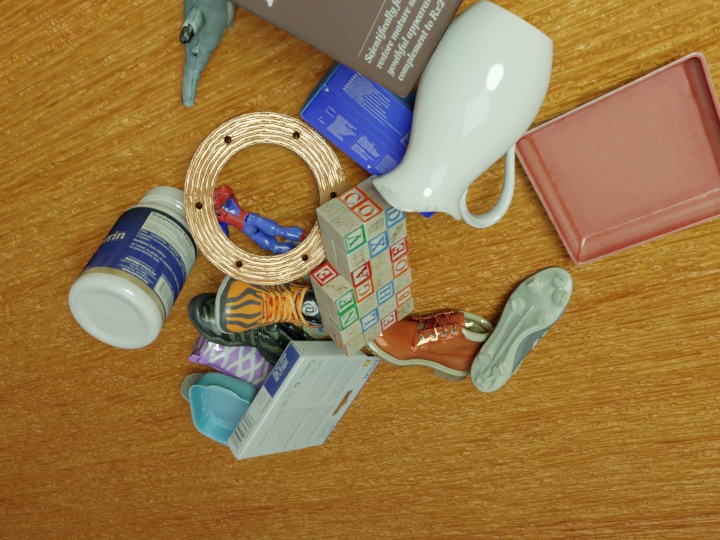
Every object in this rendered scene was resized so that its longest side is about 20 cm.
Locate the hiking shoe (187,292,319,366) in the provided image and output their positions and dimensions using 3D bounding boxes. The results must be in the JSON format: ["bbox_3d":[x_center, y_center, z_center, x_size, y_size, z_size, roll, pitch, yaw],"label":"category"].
[{"bbox_3d":[-0.158,0.076,0.946,0.197,0.077,0.100,26,140,-25],"label":"hiking shoe"}]

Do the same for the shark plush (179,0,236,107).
[{"bbox_3d":[-0.170,-0.262,0.639,0.090,0.084,0.200,29,131,-15],"label":"shark plush"}]

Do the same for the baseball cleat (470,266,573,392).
[{"bbox_3d":[0.221,0.077,0.875,0.070,0.106,0.202,42,107,17],"label":"baseball cleat"}]

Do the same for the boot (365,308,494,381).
[{"bbox_3d":[0.095,0.086,0.897,0.195,0.076,0.108,16,132,-24],"label":"boot"}]

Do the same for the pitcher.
[{"bbox_3d":[0.122,-0.145,0.643,0.168,0.122,0.203,14,115,-35],"label":"pitcher"}]

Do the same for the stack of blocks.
[{"bbox_3d":[0.000,0.000,0.771,0.059,0.114,0.203,43,156,36],"label":"stack of blocks"}]

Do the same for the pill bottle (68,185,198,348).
[{"bbox_3d":[-0.275,-0.011,0.810,0.112,0.203,0.118,6,132,6],"label":"pill bottle"}]

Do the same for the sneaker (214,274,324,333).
[{"bbox_3d":[-0.105,0.040,0.821,0.109,0.200,0.080,6,98,15],"label":"sneaker"}]

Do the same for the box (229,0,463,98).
[{"bbox_3d":[0.014,-0.285,0.497,0.161,0.203,0.167,25,133,-12],"label":"box"}]

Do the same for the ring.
[{"bbox_3d":[-0.112,-0.084,0.761,0.194,0.019,0.207,-2,100,-12],"label":"ring"}]

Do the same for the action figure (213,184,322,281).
[{"bbox_3d":[-0.145,-0.042,0.815,0.197,0.100,0.066,31,131,1],"label":"action figure"}]

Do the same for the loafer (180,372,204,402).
[{"bbox_3d":[-0.220,0.234,1.120,0.195,0.073,0.063,18,152,5],"label":"loafer"}]

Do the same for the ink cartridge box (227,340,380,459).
[{"bbox_3d":[-0.081,0.194,0.968,0.198,0.043,0.199,9,119,-55],"label":"ink cartridge box"}]

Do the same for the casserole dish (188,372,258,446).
[{"bbox_3d":[-0.209,0.223,1.008,0.118,0.039,0.202,17,141,4],"label":"casserole dish"}]

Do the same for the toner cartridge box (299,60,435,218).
[{"bbox_3d":[0.037,-0.155,0.717,0.198,0.044,0.095,36,128,-20],"label":"toner cartridge box"}]

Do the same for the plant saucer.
[{"bbox_3d":[0.295,-0.117,0.698,0.196,0.037,0.201,-22,123,28],"label":"plant saucer"}]

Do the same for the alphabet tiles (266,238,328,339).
[{"bbox_3d":[-0.048,0.028,0.921,0.198,0.015,0.195,37,131,-19],"label":"alphabet tiles"}]

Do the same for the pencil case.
[{"bbox_3d":[-0.178,0.160,1.021,0.198,0.087,0.083,37,142,-19],"label":"pencil case"}]
